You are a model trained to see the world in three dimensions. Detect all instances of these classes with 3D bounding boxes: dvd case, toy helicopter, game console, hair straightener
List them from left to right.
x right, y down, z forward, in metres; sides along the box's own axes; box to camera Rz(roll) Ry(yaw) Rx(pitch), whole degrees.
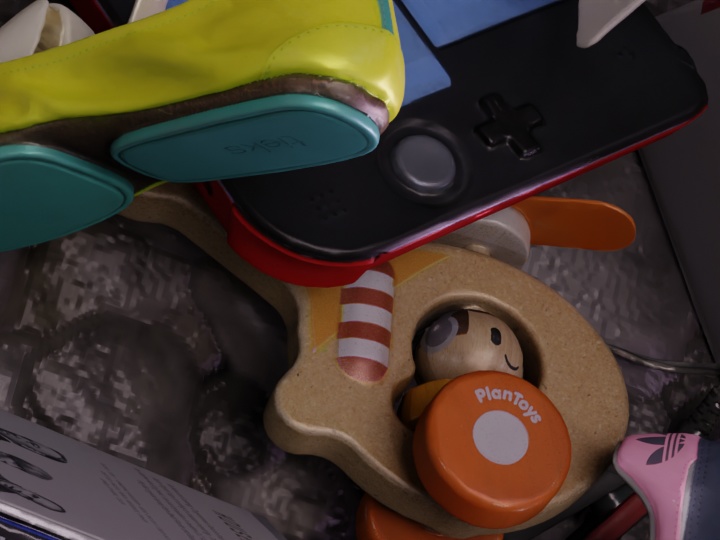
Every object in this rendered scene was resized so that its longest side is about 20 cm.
[{"bbox_3d":[-0.096,0.065,0.758,0.200,0.150,0.025,25,92,-20],"label":"dvd case"},{"bbox_3d":[-0.006,-0.099,0.857,0.177,0.031,0.200,-25,71,-27],"label":"game console"},{"bbox_3d":[0.000,0.000,0.851,0.200,0.079,0.132,37,57,4],"label":"toy helicopter"},{"bbox_3d":[0.048,0.078,0.885,0.200,0.041,0.077,-35,98,-25],"label":"hair straightener"}]

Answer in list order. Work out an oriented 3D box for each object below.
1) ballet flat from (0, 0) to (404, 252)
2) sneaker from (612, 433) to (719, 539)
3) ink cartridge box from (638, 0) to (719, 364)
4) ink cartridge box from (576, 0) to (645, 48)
[{"bbox_3d":[-0.073,-0.051,0.778,0.067,0.200,0.067,29,56,-51],"label":"ballet flat"},{"bbox_3d":[0.085,0.139,0.852,0.082,0.070,0.200,24,109,5],"label":"sneaker"},{"bbox_3d":[0.220,-0.057,0.934,0.200,0.145,0.145,-22,92,-27],"label":"ink cartridge box"},{"bbox_3d":[0.087,-0.171,0.852,0.068,0.115,0.200,38,30,-20],"label":"ink cartridge box"}]
